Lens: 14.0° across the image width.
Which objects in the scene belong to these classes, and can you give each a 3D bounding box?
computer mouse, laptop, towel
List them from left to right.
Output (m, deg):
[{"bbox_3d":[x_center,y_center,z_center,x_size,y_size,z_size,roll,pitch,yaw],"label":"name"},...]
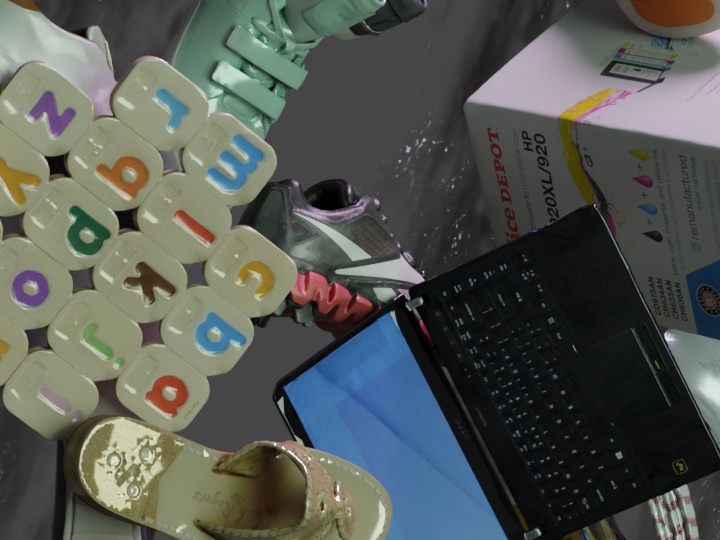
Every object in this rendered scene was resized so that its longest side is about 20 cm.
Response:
[{"bbox_3d":[0.081,0.090,1.691,0.178,0.199,0.103,63,17,-10],"label":"laptop"},{"bbox_3d":[0.221,0.200,1.907,0.146,0.030,0.201,29,44,-80],"label":"towel"},{"bbox_3d":[0.269,0.114,2.030,0.200,0.044,0.110,47,58,-32],"label":"computer mouse"}]

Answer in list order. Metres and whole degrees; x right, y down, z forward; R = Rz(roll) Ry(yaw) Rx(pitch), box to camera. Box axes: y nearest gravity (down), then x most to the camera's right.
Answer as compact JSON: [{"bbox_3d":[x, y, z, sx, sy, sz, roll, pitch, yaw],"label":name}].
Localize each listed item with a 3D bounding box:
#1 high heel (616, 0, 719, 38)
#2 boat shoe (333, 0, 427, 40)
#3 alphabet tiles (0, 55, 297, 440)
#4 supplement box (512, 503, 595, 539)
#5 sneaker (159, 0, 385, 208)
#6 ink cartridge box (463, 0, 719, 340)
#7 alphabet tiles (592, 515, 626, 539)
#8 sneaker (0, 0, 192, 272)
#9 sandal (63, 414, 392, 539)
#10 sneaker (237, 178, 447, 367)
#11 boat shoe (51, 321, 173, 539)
[{"bbox_3d":[0.184,-0.204,1.871,0.096,0.199,0.068,-31,123,-35],"label":"high heel"},{"bbox_3d":[0.005,-0.241,1.770,0.073,0.062,0.201,8,75,-66],"label":"boat shoe"},{"bbox_3d":[-0.139,-0.012,1.578,0.195,0.015,0.200,38,89,-20],"label":"alphabet tiles"},{"bbox_3d":[0.132,0.252,1.809,0.109,0.109,0.200,-30,115,5],"label":"supplement box"},{"bbox_3d":[-0.048,-0.129,1.687,0.074,0.118,0.202,27,69,-41],"label":"sneaker"},{"bbox_3d":[0.193,-0.064,1.844,0.145,0.199,0.148,-40,129,-37],"label":"ink cartridge box"},{"bbox_3d":[0.187,0.220,1.869,0.168,0.008,0.200,58,7,-23],"label":"alphabet tiles"},{"bbox_3d":[-0.145,-0.083,1.617,0.200,0.073,0.085,50,57,-28],"label":"sneaker"},{"bbox_3d":[-0.055,0.127,1.591,0.211,0.069,0.078,18,82,-31],"label":"sandal"},{"bbox_3d":[0.000,0.000,1.755,0.200,0.071,0.099,21,75,-40],"label":"sneaker"},{"bbox_3d":[-0.140,0.110,1.630,0.066,0.057,0.201,9,74,-7],"label":"boat shoe"}]
